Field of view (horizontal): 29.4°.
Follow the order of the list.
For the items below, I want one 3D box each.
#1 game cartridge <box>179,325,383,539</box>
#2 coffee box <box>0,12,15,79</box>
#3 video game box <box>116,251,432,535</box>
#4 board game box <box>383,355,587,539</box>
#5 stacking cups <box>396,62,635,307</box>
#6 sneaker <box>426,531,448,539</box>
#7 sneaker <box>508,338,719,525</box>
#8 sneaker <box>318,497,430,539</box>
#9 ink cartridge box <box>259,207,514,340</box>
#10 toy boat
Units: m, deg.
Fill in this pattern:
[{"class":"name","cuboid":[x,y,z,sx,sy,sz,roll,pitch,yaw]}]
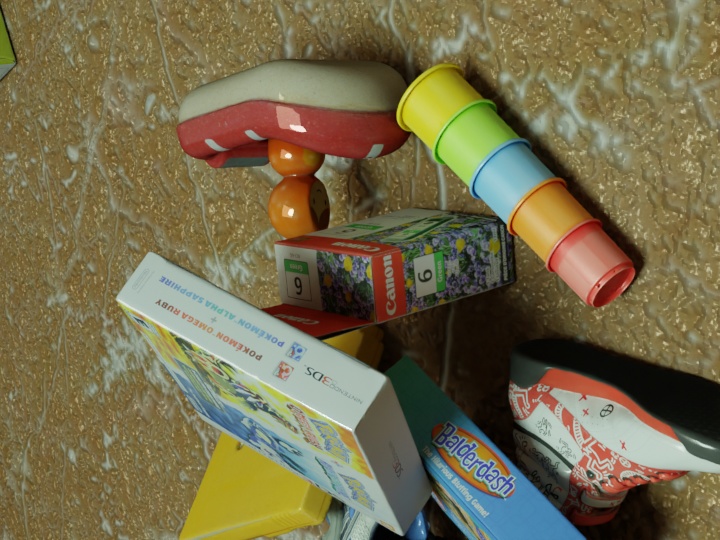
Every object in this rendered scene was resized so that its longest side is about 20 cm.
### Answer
[{"class":"game cartridge","cuboid":[-0.063,0.139,1.128,0.200,0.032,0.177,-24,38,51]},{"class":"coffee box","cuboid":[-0.538,-0.277,1.542,0.198,0.200,0.200,-26,81,51]},{"class":"video game box","cuboid":[-0.050,0.085,0.895,0.182,0.047,0.200,24,159,23]},{"class":"board game box","cuboid":[0.094,0.166,0.943,0.200,0.045,0.152,44,170,36]},{"class":"stacking cups","cuboid":[0.107,-0.060,0.922,0.200,0.060,0.061,48,134,29]},{"class":"sneaker","cuboid":[0.068,0.257,1.046,0.200,0.077,0.112,-14,99,58]},{"class":"sneaker","cuboid":[0.175,0.120,0.884,0.201,0.067,0.108,20,118,49]},{"class":"sneaker","cuboid":[0.018,0.185,1.046,0.085,0.077,0.200,-27,35,30]},{"class":"ink cartridge box","cuboid":[0.000,0.000,0.955,0.109,0.200,0.051,9,108,49]},{"class":"toy boat","cuboid":[-0.047,-0.087,1.039,0.200,0.130,0.131,-7,89,52]}]
